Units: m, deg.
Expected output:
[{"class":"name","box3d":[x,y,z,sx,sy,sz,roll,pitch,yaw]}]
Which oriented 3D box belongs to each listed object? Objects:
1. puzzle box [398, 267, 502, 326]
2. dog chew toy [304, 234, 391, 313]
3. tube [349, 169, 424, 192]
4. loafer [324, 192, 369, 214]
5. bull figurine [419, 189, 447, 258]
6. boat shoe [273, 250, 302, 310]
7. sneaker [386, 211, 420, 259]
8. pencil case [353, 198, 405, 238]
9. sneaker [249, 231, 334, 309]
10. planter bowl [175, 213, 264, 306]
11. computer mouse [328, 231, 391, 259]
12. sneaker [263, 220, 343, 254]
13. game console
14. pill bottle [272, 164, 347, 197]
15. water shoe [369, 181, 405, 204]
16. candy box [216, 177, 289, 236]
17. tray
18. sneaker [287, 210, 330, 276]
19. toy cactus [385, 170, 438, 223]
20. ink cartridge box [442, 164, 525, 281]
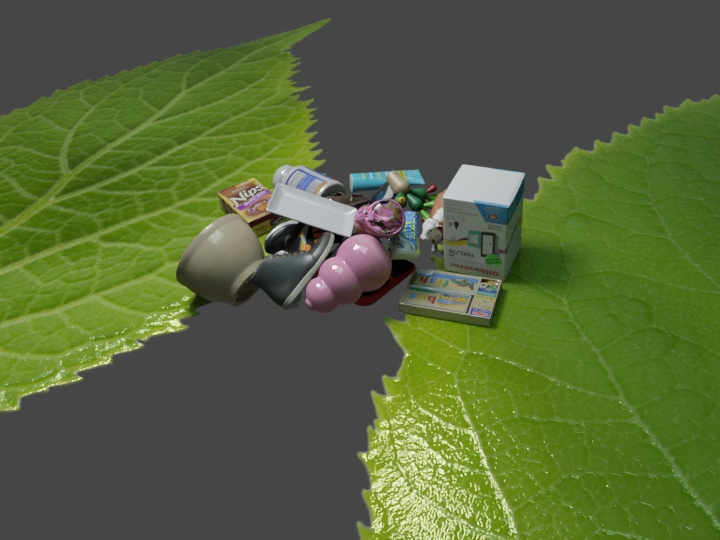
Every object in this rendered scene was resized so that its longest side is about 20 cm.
[{"class":"puzzle box","box3d":[0.194,0.054,1.475,0.199,0.026,0.133,8,40,19]},{"class":"dog chew toy","box3d":[-0.032,0.014,1.445,0.200,0.125,0.125,-37,44,-11]},{"class":"tube","box3d":[0.071,-0.248,1.882,0.199,0.051,0.078,-6,44,-8]},{"class":"loafer","box3d":[-0.039,-0.169,1.709,0.071,0.073,0.200,50,22,7]},{"class":"bull figurine","box3d":[0.188,-0.107,1.608,0.065,0.122,0.200,7,39,19]},{"class":"boat shoe","box3d":[-0.173,0.006,1.558,0.072,0.069,0.200,-7,37,-1]},{"class":"sneaker","box3d":[0.094,-0.079,1.526,0.075,0.106,0.200,-1,4,6]},{"class":"pencil case","box3d":[0.038,-0.109,1.486,0.083,0.087,0.200,-32,5,-6]},{"class":"sneaker","box3d":[-0.141,-0.026,1.454,0.106,0.075,0.200,37,65,-6]},{"class":"planter bowl","box3d":[-0.287,-0.005,1.514,0.135,0.200,0.200,41,53,12]},{"class":"computer mouse","box3d":[-0.014,-0.081,1.601,0.200,0.046,0.140,-33,57,-32]},{"class":"sneaker","box3d":[-0.133,-0.078,1.663,0.199,0.076,0.088,-22,45,-19]},{"class":"game console","box3d":[0.000,0.000,1.578,0.200,0.031,0.177,27,45,36]},{"class":"pill bottle","box3d":[-0.139,-0.209,1.803,0.112,0.112,0.200,-33,44,-31]},{"class":"water shoe","box3d":[0.060,-0.161,1.762,0.079,0.072,0.200,-18,30,37]},{"class":"candy box","box3d":[-0.286,-0.169,1.819,0.116,0.057,0.200,-26,40,-23]},{"class":"tray","box3d":[-0.111,-0.133,1.576,0.199,0.022,0.108,18,44,-5]},{"class":"sneaker","box3d":[-0.110,-0.062,1.591,0.090,0.070,0.200,33,38,-19]},{"class":"toy cactus","box3d":[0.127,-0.184,1.712,0.200,0.102,0.165,-30,75,-37]},{"class":"ink cartridge box","box3d":[0.275,-0.106,1.529,0.146,0.201,0.146,11,42,22]}]
